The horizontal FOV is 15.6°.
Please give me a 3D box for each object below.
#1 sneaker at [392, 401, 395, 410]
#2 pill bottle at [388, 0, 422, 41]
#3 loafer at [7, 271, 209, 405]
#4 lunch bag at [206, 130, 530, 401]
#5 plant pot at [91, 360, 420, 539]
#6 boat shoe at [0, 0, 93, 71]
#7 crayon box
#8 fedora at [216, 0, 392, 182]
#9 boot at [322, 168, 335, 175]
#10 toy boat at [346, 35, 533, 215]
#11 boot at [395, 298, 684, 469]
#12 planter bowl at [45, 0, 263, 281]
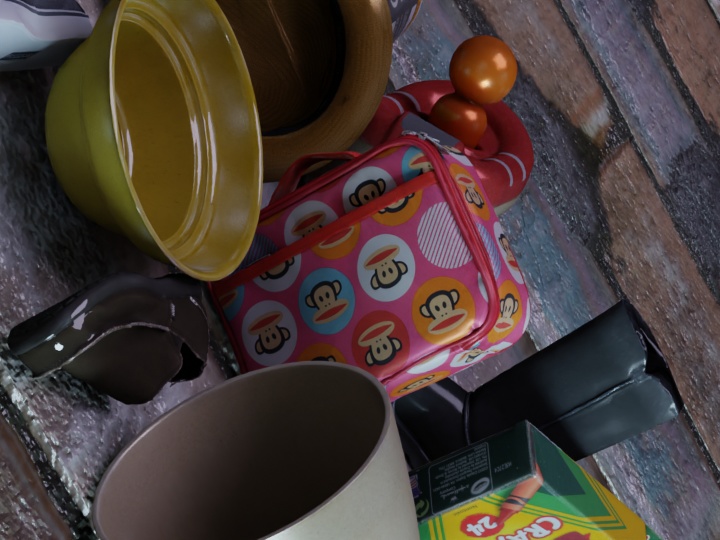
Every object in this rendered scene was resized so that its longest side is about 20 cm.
[{"bbox_3d":[-0.003,0.054,1.829,0.201,0.087,0.074,64,24,0],"label":"sneaker"},{"bbox_3d":[-0.030,-0.200,1.987,0.117,0.116,0.200,60,24,-9],"label":"pill bottle"},{"bbox_3d":[-0.139,0.044,1.584,0.072,0.073,0.200,65,24,7],"label":"loafer"},{"bbox_3d":[0.000,0.000,1.754,0.082,0.200,0.177,8,57,-63],"label":"lunch bag"},{"bbox_3d":[-0.037,0.190,1.561,0.188,0.187,0.200,-72,145,-57],"label":"plant pot"},{"bbox_3d":[-0.227,-0.165,1.612,0.200,0.072,0.068,-9,77,-67],"label":"boat shoe"},{"bbox_3d":[0.124,0.194,1.904,0.200,0.127,0.051,39,35,-42],"label":"crayon box"},{"bbox_3d":[-0.074,-0.164,1.841,0.201,0.200,0.082,58,-6,-13],"label":"fedora"},{"bbox_3d":[0.037,-0.041,2.043,0.200,0.070,0.146,44,21,-24],"label":"boot"},{"bbox_3d":[0.075,-0.116,1.978,0.130,0.131,0.200,31,13,8],"label":"toy boat"},{"bbox_3d":[0.114,0.075,1.907,0.165,0.200,0.066,56,25,-17],"label":"boot"},{"bbox_3d":[-0.142,-0.087,1.657,0.200,0.083,0.201,-9,90,-67],"label":"planter bowl"}]
